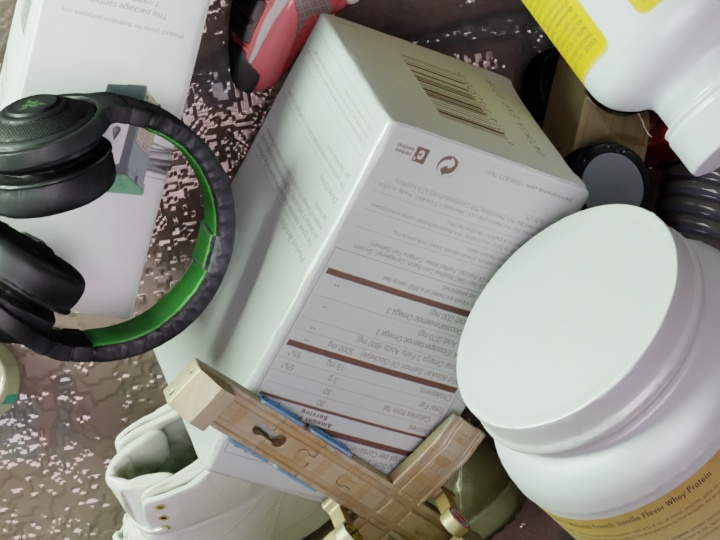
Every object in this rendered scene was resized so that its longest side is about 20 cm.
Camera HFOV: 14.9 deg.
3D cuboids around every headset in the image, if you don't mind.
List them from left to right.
[{"bbox_3d":[-0.158,-0.029,1.269,0.200,0.094,0.124,9,105,-25],"label":"headset"}]

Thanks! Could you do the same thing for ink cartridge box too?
[{"bbox_3d":[-0.131,-0.094,1.352,0.084,0.146,0.200,12,108,-11],"label":"ink cartridge box"}]

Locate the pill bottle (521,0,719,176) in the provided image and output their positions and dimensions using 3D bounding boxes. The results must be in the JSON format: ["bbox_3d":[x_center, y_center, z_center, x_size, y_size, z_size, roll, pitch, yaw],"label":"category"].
[{"bbox_3d":[0.131,-0.148,1.307,0.112,0.112,0.200,-36,80,6],"label":"pill bottle"}]

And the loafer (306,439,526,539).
[{"bbox_3d":[-0.004,0.148,1.491,0.200,0.076,0.067,-36,102,4],"label":"loafer"}]

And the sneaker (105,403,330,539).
[{"bbox_3d":[-0.115,0.134,1.445,0.200,0.074,0.116,-39,139,9],"label":"sneaker"}]

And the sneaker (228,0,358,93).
[{"bbox_3d":[0.003,-0.167,1.382,0.087,0.074,0.200,26,104,-16],"label":"sneaker"}]

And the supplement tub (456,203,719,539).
[{"bbox_3d":[0.151,0.075,1.285,0.144,0.144,0.200,-42,124,8],"label":"supplement tub"}]

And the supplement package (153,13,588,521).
[{"bbox_3d":[0.000,0.000,1.338,0.117,0.117,0.200,17,114,-29],"label":"supplement package"}]

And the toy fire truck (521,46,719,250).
[{"bbox_3d":[0.183,-0.023,1.404,0.200,0.129,0.176,18,78,-20],"label":"toy fire truck"}]

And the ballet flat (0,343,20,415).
[{"bbox_3d":[-0.273,0.040,1.423,0.200,0.069,0.070,12,107,-11],"label":"ballet flat"}]

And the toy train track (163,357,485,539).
[{"bbox_3d":[-0.011,0.101,1.305,0.115,0.033,0.200,-45,126,14],"label":"toy train track"}]
